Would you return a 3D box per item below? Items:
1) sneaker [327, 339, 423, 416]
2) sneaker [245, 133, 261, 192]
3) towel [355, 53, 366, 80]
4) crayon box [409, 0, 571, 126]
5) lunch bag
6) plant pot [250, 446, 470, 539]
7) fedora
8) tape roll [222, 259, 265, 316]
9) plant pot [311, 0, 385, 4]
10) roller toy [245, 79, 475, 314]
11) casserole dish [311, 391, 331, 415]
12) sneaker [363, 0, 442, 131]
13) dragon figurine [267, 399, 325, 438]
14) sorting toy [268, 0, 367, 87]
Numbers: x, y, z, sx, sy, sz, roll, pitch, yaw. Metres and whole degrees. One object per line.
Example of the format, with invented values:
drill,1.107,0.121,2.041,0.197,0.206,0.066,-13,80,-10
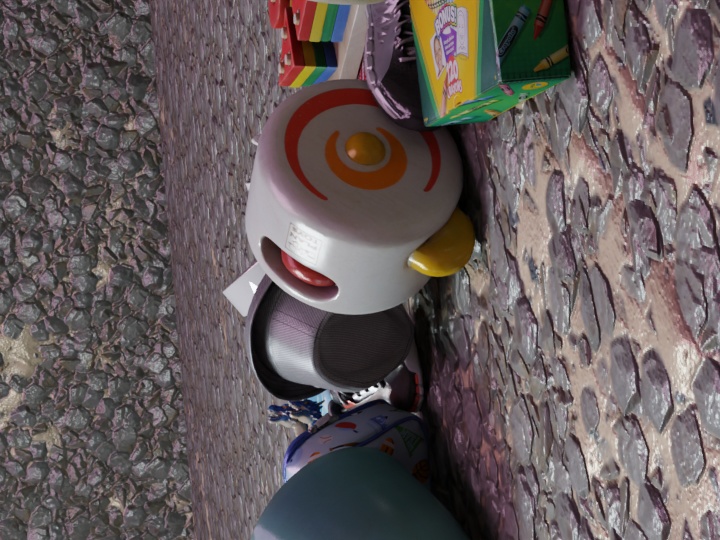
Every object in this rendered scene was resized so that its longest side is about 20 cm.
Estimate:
sneaker,0.011,0.120,1.611,0.200,0.081,0.078,113,148,-60
sneaker,-0.089,-0.076,1.906,0.075,0.099,0.202,-161,65,-73
towel,0.008,-0.187,1.600,0.200,0.022,0.146,149,120,-74
crayon box,0.093,-0.184,1.185,0.200,0.058,0.120,162,102,-76
lunch bag,-0.006,0.230,1.551,0.075,0.159,0.202,21,126,45
plant pot,0.018,0.285,1.436,0.161,0.199,0.203,30,127,50
fedora,-0.014,0.052,1.475,0.090,0.199,0.178,25,94,36
tape roll,-0.056,-0.032,1.615,0.037,0.203,0.203,48,165,-3
plant pot,-0.013,-0.289,1.262,0.200,0.198,0.136,-125,35,-63
roller toy,-0.005,-0.067,1.380,0.140,0.181,0.201,106,154,-53
casserole dish,-0.043,0.172,1.957,0.201,0.038,0.122,97,162,-47
sneaker,0.042,-0.226,1.352,0.116,0.074,0.202,109,152,-56
dragon figurine,-0.013,0.205,1.649,0.059,0.199,0.100,-22,44,67
sorting toy,-0.048,-0.282,1.643,0.200,0.069,0.201,107,158,-50
